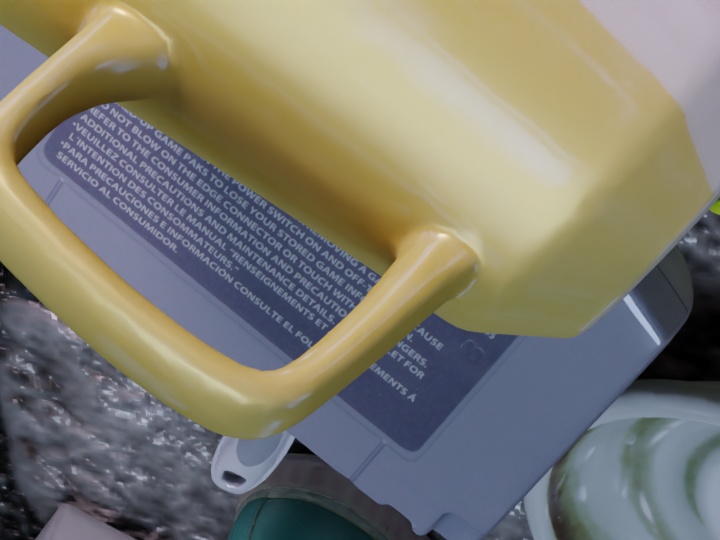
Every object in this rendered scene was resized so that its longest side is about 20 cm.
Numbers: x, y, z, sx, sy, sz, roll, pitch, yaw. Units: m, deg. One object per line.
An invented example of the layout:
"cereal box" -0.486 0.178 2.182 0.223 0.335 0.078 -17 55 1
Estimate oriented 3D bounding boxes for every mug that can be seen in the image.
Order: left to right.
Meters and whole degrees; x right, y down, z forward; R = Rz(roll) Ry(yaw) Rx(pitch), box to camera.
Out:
"mug" 0.008 -0.052 0.628 0.153 0.187 0.149 42 180 0

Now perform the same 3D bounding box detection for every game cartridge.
"game cartridge" -0.012 -0.023 0.748 0.200 0.041 0.133 39 134 0

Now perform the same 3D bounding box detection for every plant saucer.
"plant saucer" 0.146 0.096 0.845 0.200 0.050 0.200 29 149 19

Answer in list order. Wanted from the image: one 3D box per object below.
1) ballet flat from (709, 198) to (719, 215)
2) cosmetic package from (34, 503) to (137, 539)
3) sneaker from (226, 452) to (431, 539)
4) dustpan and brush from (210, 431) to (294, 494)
"ballet flat" 0.125 -0.084 0.670 0.067 0.067 0.200 0 144 -9
"cosmetic package" -0.099 0.231 1.010 0.165 0.200 0.165 28 142 -10
"sneaker" 0.023 0.152 0.961 0.200 0.080 0.071 40 137 -23
"dustpan and brush" 0.000 0.000 0.811 0.139 0.057 0.200 26 140 -7
